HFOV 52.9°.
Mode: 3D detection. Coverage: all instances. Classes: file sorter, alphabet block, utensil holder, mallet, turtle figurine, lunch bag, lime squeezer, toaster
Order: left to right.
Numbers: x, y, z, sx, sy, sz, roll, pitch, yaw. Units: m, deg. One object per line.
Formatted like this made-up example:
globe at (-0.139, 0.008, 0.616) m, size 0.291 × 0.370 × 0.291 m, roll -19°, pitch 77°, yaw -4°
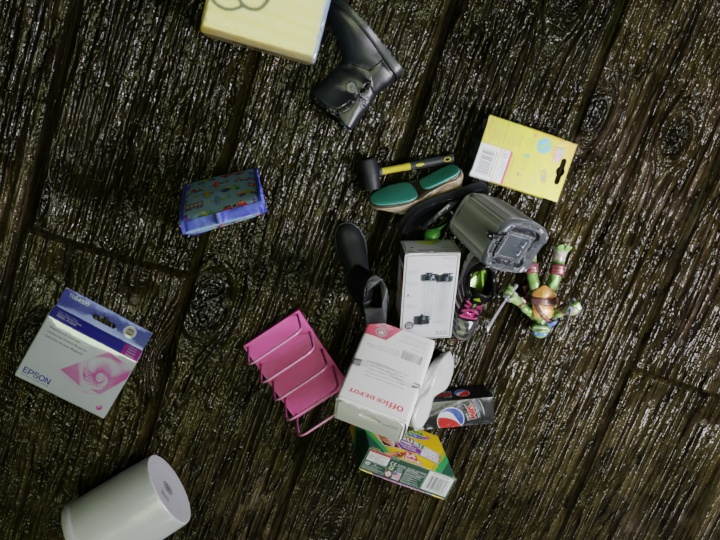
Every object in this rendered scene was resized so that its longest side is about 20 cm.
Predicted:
utensil holder at (-0.473, 0.497, 1.479) m, size 0.199 × 0.170 × 0.171 m, roll -32°, pitch 106°, yaw -2°
lunch bag at (-0.252, -0.119, 1.332) m, size 0.149 × 0.200 × 0.095 m, roll -14°, pitch 105°, yaw -4°
alphabet block at (-0.157, -0.478, 1.257) m, size 0.198 × 0.196 × 0.197 m, roll 14°, pitch 101°, yaw -11°
file sorter at (-0.127, 0.212, 1.472) m, size 0.138 × 0.125 × 0.201 m, roll -33°, pitch 106°, yaw 1°
mallet at (0.092, -0.198, 1.447) m, size 0.198 × 0.041 × 0.067 m, roll -5°, pitch 105°, yaw -11°
lime squeezer at (0.158, -0.047, 1.500) m, size 0.070 × 0.038 × 0.202 m, roll -1°, pitch 106°, yaw -41°
toaster at (0.264, -0.076, 1.422) m, size 0.199 × 0.129 × 0.114 m, roll 8°, pitch 119°, yaw -46°
turtle figurine at (0.373, 0.041, 1.476) m, size 0.199 × 0.143 × 0.196 m, roll 7°, pitch 86°, yaw -47°

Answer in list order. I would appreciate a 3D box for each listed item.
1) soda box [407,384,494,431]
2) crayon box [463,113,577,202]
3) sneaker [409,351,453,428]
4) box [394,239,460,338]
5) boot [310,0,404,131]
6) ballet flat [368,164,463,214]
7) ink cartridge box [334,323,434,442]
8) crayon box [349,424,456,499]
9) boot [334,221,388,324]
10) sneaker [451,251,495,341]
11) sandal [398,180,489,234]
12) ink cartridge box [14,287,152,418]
soda box at (0.185, 0.297, 1.565) m, size 0.198 × 0.071 × 0.064 m, roll -4°, pitch 105°, yaw -6°
crayon box at (0.322, -0.226, 1.462) m, size 0.198 × 0.051 × 0.128 m, roll 16°, pitch 101°, yaw -11°
sneaker at (0.124, 0.238, 1.517) m, size 0.200 × 0.088 × 0.076 m, roll -49°, pitch 132°, yaw -38°
box at (0.134, 0.039, 1.475) m, size 0.115 × 0.060 × 0.202 m, roll -3°, pitch 119°, yaw -7°
boot at (-0.036, -0.384, 1.358) m, size 0.168 × 0.076 × 0.200 m, roll -45°, pitch 112°, yaw 1°
ballet flat at (0.116, -0.147, 1.449) m, size 0.198 × 0.068 × 0.068 m, roll -18°, pitch 137°, yaw -2°
ink cartridge box at (0.049, 0.216, 1.428) m, size 0.144 × 0.201 × 0.085 m, roll 19°, pitch 141°, yaw 8°
crayon box at (0.085, 0.380, 1.520) m, size 0.198 × 0.173 × 0.059 m, roll 23°, pitch 104°, yaw -13°
boot at (0.000, 0.001, 1.397) m, size 0.065 × 0.200 × 0.166 m, roll -16°, pitch 106°, yaw -4°
sneaker at (0.233, 0.058, 1.503) m, size 0.073 × 0.087 × 0.202 m, roll 13°, pitch 102°, yaw -11°
sandal at (0.168, -0.120, 1.438) m, size 0.199 × 0.076 × 0.043 m, roll -24°, pitch 69°, yaw -3°
ink cartridge box at (-0.552, 0.168, 1.447) m, size 0.195 × 0.043 × 0.201 m, roll 30°, pitch 100°, yaw -13°
